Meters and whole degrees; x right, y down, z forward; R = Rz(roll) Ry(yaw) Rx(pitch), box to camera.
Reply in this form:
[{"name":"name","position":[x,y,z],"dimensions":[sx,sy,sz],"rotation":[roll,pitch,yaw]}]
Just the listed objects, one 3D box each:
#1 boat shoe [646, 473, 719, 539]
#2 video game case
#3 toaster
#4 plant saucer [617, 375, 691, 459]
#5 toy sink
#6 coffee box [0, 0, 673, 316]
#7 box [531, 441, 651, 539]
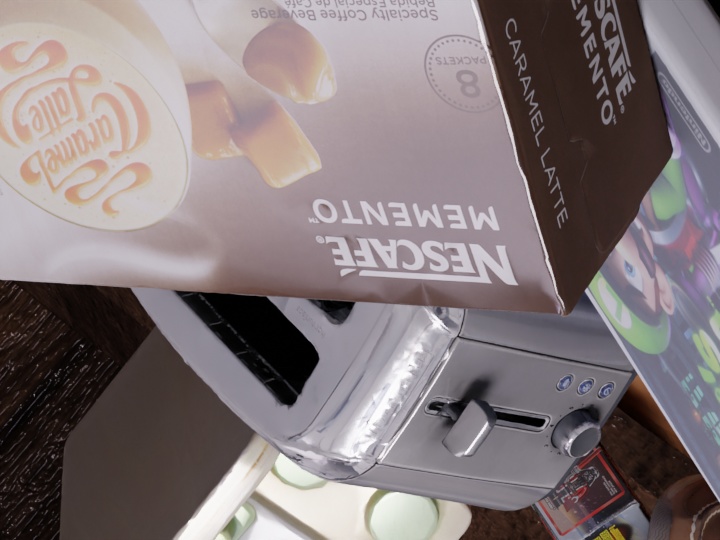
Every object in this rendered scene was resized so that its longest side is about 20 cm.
[{"name":"boat shoe","position":[0.183,0.118,1.067],"dimensions":[0.072,0.076,0.200],"rotation":[-8,165,40]},{"name":"video game case","position":[0.117,0.019,0.827],"dimensions":[0.200,0.023,0.182],"rotation":[58,166,11]},{"name":"toaster","position":[0.000,0.000,1.014],"dimensions":[0.129,0.114,0.200],"rotation":[9,-149,-52]},{"name":"plant saucer","position":[0.119,0.030,1.111],"dimensions":[0.200,0.032,0.200],"rotation":[37,171,7]},{"name":"toy sink","position":[-0.039,0.095,1.108],"dimensions":[0.112,0.130,0.200],"rotation":[34,-164,-17]},{"name":"coffee box","position":[-0.026,-0.059,0.774],"dimensions":[0.200,0.080,0.114],"rotation":[4,128,32]},{"name":"box","position":[0.070,0.059,1.205],"dimensions":[0.200,0.040,0.137],"rotation":[57,-178,32]}]
